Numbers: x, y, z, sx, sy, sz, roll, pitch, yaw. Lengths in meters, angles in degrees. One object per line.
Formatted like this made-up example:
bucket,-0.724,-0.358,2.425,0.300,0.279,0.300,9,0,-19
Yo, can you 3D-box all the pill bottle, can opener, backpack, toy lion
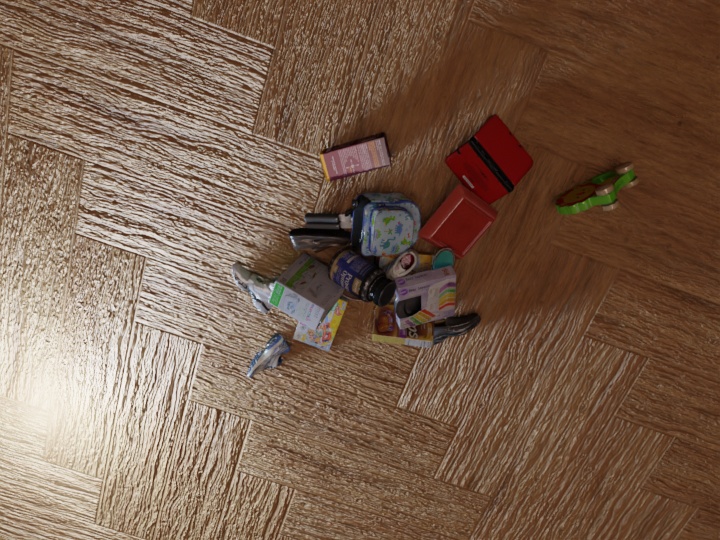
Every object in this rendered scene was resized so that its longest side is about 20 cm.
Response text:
pill bottle,0.006,0.024,1.530,0.199,0.111,0.113,31,114,29
can opener,-0.078,-0.160,1.607,0.197,0.067,0.053,-1,131,9
backpack,0.086,-0.134,1.535,0.198,0.147,0.185,-9,119,-25
toy lion,0.676,-0.229,1.488,0.200,0.191,0.069,-40,109,-26

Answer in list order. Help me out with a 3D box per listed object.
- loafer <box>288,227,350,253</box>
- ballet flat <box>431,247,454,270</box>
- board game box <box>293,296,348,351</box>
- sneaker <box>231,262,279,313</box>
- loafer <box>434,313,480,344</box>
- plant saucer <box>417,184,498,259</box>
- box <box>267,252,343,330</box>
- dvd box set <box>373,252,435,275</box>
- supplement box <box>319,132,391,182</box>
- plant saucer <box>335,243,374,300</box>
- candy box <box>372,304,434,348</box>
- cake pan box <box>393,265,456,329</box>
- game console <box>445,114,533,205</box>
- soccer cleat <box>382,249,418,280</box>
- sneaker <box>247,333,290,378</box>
loafer,-0.129,-0.096,1.630,0.197,0.073,0.072,3,121,7
ballet flat,0.262,0.000,1.628,0.068,0.071,0.202,6,126,10
board game box,-0.136,0.164,1.738,0.133,0.034,0.202,20,110,-4
sneaker,-0.330,0.038,1.683,0.114,0.075,0.201,-29,111,12
loafer,0.302,0.182,1.703,0.198,0.073,0.073,-25,103,10
plant saucer,0.306,-0.135,1.558,0.198,0.037,0.201,26,113,-34
box,-0.157,0.060,1.589,0.175,0.200,0.097,30,123,4
dvd box set,0.135,0.011,1.641,0.197,0.029,0.148,5,107,-13
supplement box,-0.013,-0.335,1.505,0.197,0.111,0.087,-13,110,8
plant saucer,0.000,0.000,1.669,0.197,0.037,0.203,1,110,3
candy box,0.143,0.180,1.674,0.197,0.118,0.057,6,149,5
cake pan box,0.197,0.086,1.586,0.197,0.053,0.186,-12,130,-8
game console,0.387,-0.327,1.537,0.200,0.119,0.172,46,137,-12
soccer cleat,0.099,0.010,1.565,0.070,0.086,0.200,43,93,2
sneaker,-0.321,0.317,1.785,0.085,0.077,0.200,39,108,-15
